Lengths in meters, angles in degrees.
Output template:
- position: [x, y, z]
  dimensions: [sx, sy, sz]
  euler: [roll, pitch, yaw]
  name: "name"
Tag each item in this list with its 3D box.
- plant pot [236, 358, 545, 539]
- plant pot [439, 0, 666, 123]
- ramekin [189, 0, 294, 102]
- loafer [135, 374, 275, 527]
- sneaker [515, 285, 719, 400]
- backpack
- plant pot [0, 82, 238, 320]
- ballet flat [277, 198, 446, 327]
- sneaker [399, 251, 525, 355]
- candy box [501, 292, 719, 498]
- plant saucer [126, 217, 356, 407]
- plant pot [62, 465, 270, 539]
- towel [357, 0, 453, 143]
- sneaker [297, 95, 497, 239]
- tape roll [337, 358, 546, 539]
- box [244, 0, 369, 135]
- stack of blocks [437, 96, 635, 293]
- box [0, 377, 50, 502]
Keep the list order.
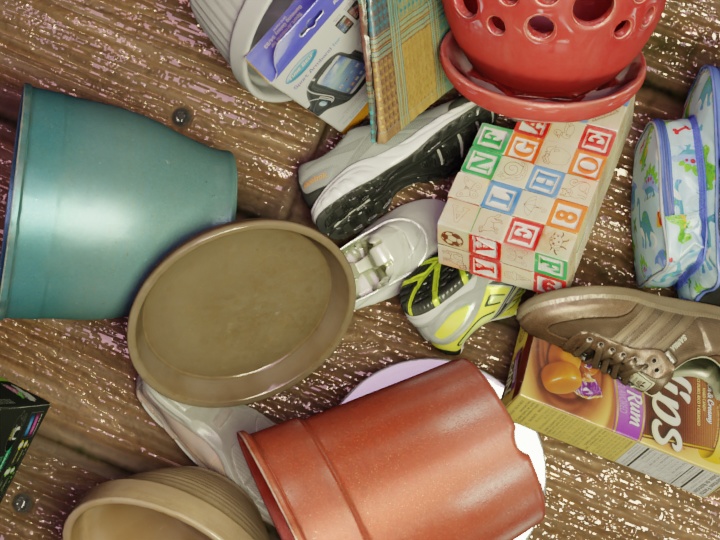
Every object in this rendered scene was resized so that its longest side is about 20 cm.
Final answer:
- position: [0.031, 0.178, 1.291]
  dimensions: [0.194, 0.201, 0.202]
  euler: [-25, 86, -9]
  name: "plant pot"
- position: [0.160, -0.236, 1.332]
  dimensions: [0.199, 0.201, 0.183]
  euler: [2, 126, 1]
  name: "plant pot"
- position: [-0.055, -0.254, 1.379]
  dimensions: [0.200, 0.200, 0.105]
  euler: [-43, 69, -2]
  name: "ramekin"
- position: [-0.119, 0.153, 1.423]
  dimensions: [0.200, 0.063, 0.072]
  euler: [46, 55, 1]
  name: "loafer"
- position: [0.227, 0.062, 1.331]
  dimensions: [0.199, 0.070, 0.076]
  euler: [5, 66, -13]
  name: "sneaker"
- position: [0.307, -0.070, 1.366]
  dimensions: [0.146, 0.183, 0.201]
  euler: [5, 80, 1]
  name: "backpack"
- position: [-0.207, -0.047, 1.376]
  dimensions: [0.187, 0.200, 0.201]
  euler: [7, 86, -14]
  name: "plant pot"
- position: [0.000, 0.000, 1.423]
  dimensions: [0.199, 0.069, 0.070]
  euler: [-29, 86, -2]
  name: "ballet flat"
- position: [0.125, -0.006, 1.429]
  dimensions: [0.200, 0.075, 0.077]
  euler: [-35, 123, -10]
  name: "sneaker"
- position: [0.229, 0.102, 1.383]
  dimensions: [0.199, 0.057, 0.117]
  euler: [22, 59, -7]
  name: "candy box"
- position: [-0.101, 0.033, 1.350]
  dimensions: [0.199, 0.201, 0.030]
  euler: [-27, 43, -1]
  name: "plant saucer"
- position: [-0.145, 0.235, 1.373]
  dimensions: [0.200, 0.201, 0.093]
  euler: [31, 46, 3]
  name: "plant pot"
- position: [0.046, -0.206, 1.359]
  dimensions: [0.022, 0.200, 0.147]
  euler: [5, 116, 25]
  name: "towel"
- position: [0.033, -0.111, 1.429]
  dimensions: [0.199, 0.074, 0.079]
  euler: [-29, 57, -9]
  name: "sneaker"
- position: [0.061, 0.178, 1.409]
  dimensions: [0.199, 0.066, 0.202]
  euler: [0, 86, 2]
  name: "tape roll"
- position: [-0.019, -0.192, 1.362]
  dimensions: [0.119, 0.200, 0.041]
  euler: [-48, 66, 6]
  name: "box"
- position: [0.153, -0.084, 1.383]
  dimensions: [0.115, 0.059, 0.201]
  euler: [17, 59, 15]
  name: "stack of blocks"
- position: [-0.368, 0.135, 1.350]
  dimensions: [0.148, 0.200, 0.125]
  euler: [27, 88, 2]
  name: "box"
